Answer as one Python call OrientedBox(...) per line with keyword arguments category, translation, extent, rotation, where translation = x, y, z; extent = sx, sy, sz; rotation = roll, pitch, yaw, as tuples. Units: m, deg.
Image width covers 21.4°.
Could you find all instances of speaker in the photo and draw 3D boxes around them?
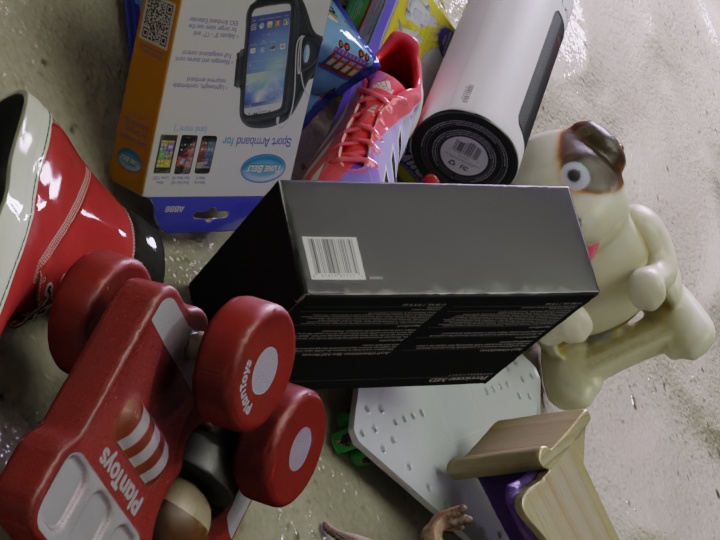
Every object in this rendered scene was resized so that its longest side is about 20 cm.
OrientedBox(category="speaker", translation=(0.098, -0.146, 1.395), extent=(0.081, 0.081, 0.201), rotation=(49, 40, -24))

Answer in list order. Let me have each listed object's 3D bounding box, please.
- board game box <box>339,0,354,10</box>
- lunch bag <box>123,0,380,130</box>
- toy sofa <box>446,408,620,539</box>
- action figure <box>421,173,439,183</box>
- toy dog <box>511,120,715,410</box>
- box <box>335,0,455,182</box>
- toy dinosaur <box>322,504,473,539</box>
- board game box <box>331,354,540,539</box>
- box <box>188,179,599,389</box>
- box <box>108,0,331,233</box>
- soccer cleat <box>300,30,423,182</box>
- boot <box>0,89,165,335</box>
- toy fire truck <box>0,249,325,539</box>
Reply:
OrientedBox(category="board game box", translation=(-0.008, -0.273, 1.496), extent=(0.120, 0.032, 0.201), rotation=(32, 43, -47))
OrientedBox(category="lunch bag", translation=(-0.092, -0.208, 1.269), extent=(0.150, 0.094, 0.201), rotation=(20, 42, -47))
OrientedBox(category="toy sofa", translation=(0.135, 0.200, 1.260), extent=(0.098, 0.083, 0.201), rotation=(-41, 111, -41))
OrientedBox(category="action figure", translation=(0.000, 0.000, 1.258), extent=(0.065, 0.052, 0.201), rotation=(21, 46, 2))
OrientedBox(category="toy dog", translation=(0.169, -0.024, 1.428), extent=(0.200, 0.139, 0.195), rotation=(57, 20, -51))
OrientedBox(category="box", translation=(0.056, -0.120, 1.437), extent=(0.200, 0.048, 0.118), rotation=(50, 43, -33))
OrientedBox(category="toy dinosaur", translation=(0.051, 0.234, 1.158), extent=(0.200, 0.086, 0.136), rotation=(48, 40, -16))
OrientedBox(category="board game box", translation=(0.057, 0.095, 1.322), extent=(0.200, 0.026, 0.201), rotation=(43, 36, -32))
OrientedBox(category="box", translation=(0.018, 0.011, 1.138), extent=(0.199, 0.141, 0.079), rotation=(0, 62, -30))
OrientedBox(category="box", translation=(-0.081, -0.122, 1.142), extent=(0.119, 0.201, 0.041), rotation=(-2, 24, -45))
OrientedBox(category="soccer cleat", translation=(0.005, -0.087, 1.259), extent=(0.066, 0.077, 0.200), rotation=(16, 33, 3))
OrientedBox(category="boot", translation=(-0.159, 0.014, 1.000), extent=(0.144, 0.072, 0.201), rotation=(48, 30, -29))
OrientedBox(category="toy fire truck", translation=(-0.108, 0.099, 0.964), extent=(0.168, 0.112, 0.200), rotation=(-61, 154, -26))
